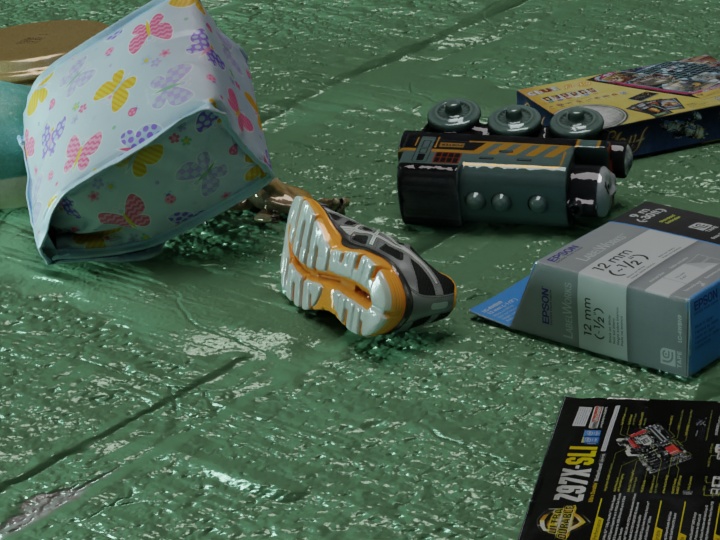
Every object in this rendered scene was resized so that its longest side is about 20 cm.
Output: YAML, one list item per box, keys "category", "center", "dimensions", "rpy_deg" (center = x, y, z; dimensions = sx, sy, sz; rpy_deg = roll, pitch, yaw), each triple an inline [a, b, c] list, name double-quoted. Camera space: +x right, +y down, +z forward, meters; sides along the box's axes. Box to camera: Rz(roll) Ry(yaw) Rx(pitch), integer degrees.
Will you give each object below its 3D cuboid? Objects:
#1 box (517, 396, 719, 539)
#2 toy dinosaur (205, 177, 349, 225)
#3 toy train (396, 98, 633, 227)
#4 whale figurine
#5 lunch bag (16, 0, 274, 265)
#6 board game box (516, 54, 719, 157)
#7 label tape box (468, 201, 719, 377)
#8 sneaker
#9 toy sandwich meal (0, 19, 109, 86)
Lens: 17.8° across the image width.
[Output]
- category: "box"
  center: [0.187, 0.141, 1.386]
  dimensions: [0.158, 0.050, 0.200]
  rpy_deg: [-1, 23, 14]
- category: "toy dinosaur"
  center: [-0.093, -0.072, 1.949]
  dimensions: [0.101, 0.059, 0.200]
  rpy_deg: [-3, 25, -39]
- category: "toy train"
  center: [0.121, -0.082, 1.890]
  dimensions: [0.198, 0.086, 0.114]
  rpy_deg: [5, 36, 15]
- category: "whale figurine"
  center: [-0.302, -0.129, 2.028]
  dimensions: [0.158, 0.104, 0.200]
  rpy_deg: [7, 27, 24]
- category: "lunch bag"
  center: [-0.184, -0.107, 1.876]
  dimensions: [0.199, 0.127, 0.170]
  rpy_deg: [-28, 43, 12]
- category: "board game box"
  center: [0.258, -0.145, 2.067]
  dimensions: [0.199, 0.035, 0.135]
  rpy_deg: [-12, 24, -18]
- category: "label tape box"
  center: [0.198, 0.004, 1.686]
  dimensions: [0.199, 0.067, 0.143]
  rpy_deg: [18, 31, 38]
- category: "sneaker"
  center: [0.000, 0.000, 1.731]
  dimensions: [0.077, 0.079, 0.200]
  rpy_deg: [-1, 23, -29]
- category: "toy sandwich meal"
  center: [-0.313, -0.188, 2.228]
  dimensions: [0.204, 0.071, 0.205]
  rpy_deg: [-6, 19, 2]
